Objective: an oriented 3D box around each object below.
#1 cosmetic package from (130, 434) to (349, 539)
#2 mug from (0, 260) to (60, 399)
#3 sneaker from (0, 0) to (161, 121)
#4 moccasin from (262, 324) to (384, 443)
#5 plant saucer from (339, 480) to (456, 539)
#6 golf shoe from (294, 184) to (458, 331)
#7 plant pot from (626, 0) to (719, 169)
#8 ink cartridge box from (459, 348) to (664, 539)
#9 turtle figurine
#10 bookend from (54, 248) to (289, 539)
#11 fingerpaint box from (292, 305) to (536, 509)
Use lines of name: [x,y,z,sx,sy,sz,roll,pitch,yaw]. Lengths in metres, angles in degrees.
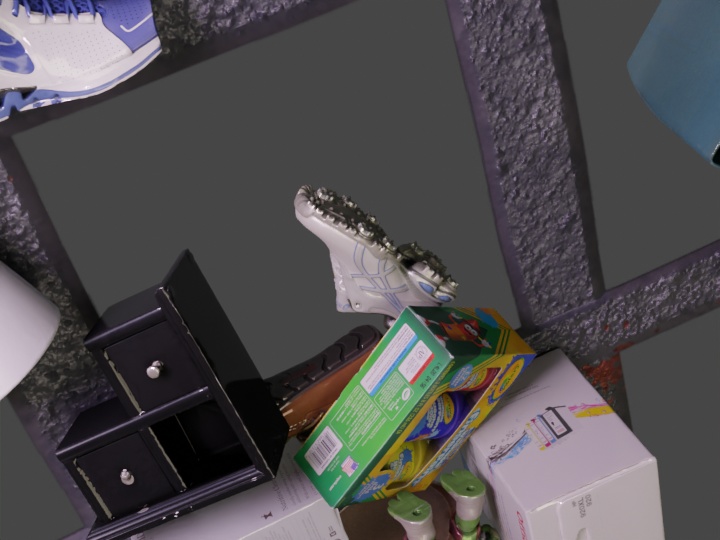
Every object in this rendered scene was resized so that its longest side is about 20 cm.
cosmetic package: [-0.125,0.259,1.158,0.199,0.113,0.082,-25,125,-10]
mug: [-0.361,0.040,0.923,0.186,0.149,0.153,-39,117,-5]
sneaker: [-0.255,-0.185,0.871,0.198,0.081,0.116,-22,126,-7]
moccasin: [-0.054,0.132,1.143,0.201,0.074,0.078,-32,117,-14]
plant saucer: [0.031,0.306,1.295,0.199,0.035,0.202,-9,121,-16]
golf shoe: [0.000,0.000,1.086,0.200,0.078,0.097,34,107,-32]
plant pot: [0.342,-0.178,1.044,0.140,0.200,0.142,17,112,-29]
ink cartridge box: [0.203,0.213,1.209,0.144,0.200,0.148,-22,124,-9]
turtle figurine: [0.075,0.299,1.215,0.143,0.200,0.195,-3,117,6]
bookend: [-0.198,0.118,1.037,0.198,0.092,0.201,-23,107,14]
fingerpaint box: [0.055,0.132,1.128,0.166,0.073,0.200,5,127,-55]
